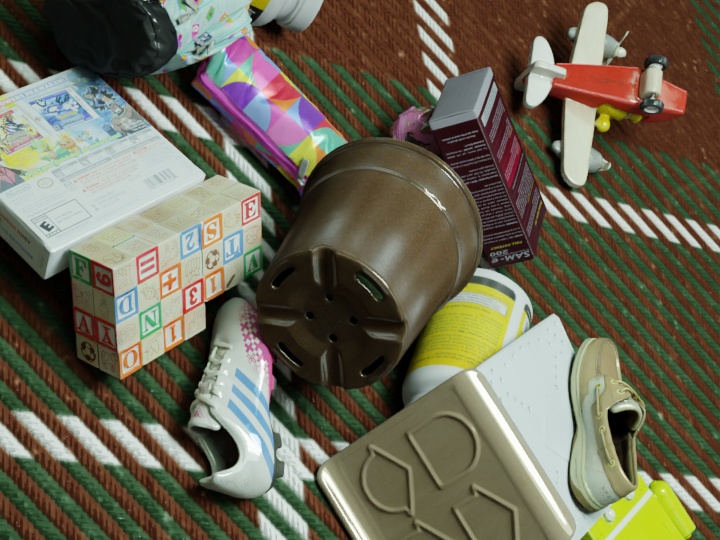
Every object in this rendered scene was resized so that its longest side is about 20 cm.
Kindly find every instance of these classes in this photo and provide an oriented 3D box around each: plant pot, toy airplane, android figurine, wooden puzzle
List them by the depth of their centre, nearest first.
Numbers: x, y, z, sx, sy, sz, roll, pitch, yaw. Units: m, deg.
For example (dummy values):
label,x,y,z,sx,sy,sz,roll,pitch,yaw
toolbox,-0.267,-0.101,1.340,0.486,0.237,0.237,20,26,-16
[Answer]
label,x,y,z,sx,sy,sz,roll,pitch,yaw
wooden puzzle,0.082,0.218,1.309,0.186,0.199,0.046,57,20,7
plant pot,0.000,0.000,1.330,0.200,0.200,0.198,44,34,-6
android figurine,0.301,0.300,1.503,0.182,0.041,0.201,-31,87,-43
toy airplane,0.297,-0.229,1.777,0.199,0.141,0.200,-36,74,-7

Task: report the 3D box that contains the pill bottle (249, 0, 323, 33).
label,x,y,z,sx,sy,sz,roll,pitch,yaw
pill bottle,-0.140,-0.343,1.522,0.199,0.112,0.113,20,53,-25

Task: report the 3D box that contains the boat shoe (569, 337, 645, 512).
label,x,y,z,sx,sy,sz,roll,pitch,yaw
boat shoe,0.260,0.152,1.402,0.074,0.066,0.201,38,44,-35

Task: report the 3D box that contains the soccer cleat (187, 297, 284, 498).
label,x,y,z,sx,sy,sz,roll,pitch,yaw
soccer cleat,-0.125,0.115,1.284,0.086,0.070,0.202,8,60,-36

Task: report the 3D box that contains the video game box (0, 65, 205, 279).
label,x,y,z,sx,sy,sz,roll,pitch,yaw
video game box,-0.279,-0.100,1.288,0.182,0.047,0.200,44,45,15

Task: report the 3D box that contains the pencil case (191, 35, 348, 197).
label,x,y,z,sx,sy,sz,roll,pitch,yaw
pencil case,-0.093,-0.165,1.471,0.200,0.088,0.088,45,47,-2

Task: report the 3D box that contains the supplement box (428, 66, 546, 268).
label,x,y,z,sx,sy,sz,roll,pitch,yaw
supplement box,0.149,-0.117,1.563,0.201,0.060,0.109,64,27,-26

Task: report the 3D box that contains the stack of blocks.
label,x,y,z,sx,sy,sz,roll,pitch,yaw
stack of blocks,-0.178,0.002,1.278,0.058,0.116,0.200,21,35,31

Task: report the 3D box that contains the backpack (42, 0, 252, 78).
label,x,y,z,sx,sy,sz,roll,pitch,yaw
backpack,-0.199,-0.269,1.373,0.200,0.166,0.128,-41,134,-45

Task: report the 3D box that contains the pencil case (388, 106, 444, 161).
label,x,y,z,sx,sy,sz,roll,pitch,yaw
pencil case,0.070,-0.089,1.545,0.082,0.087,0.201,1,56,5

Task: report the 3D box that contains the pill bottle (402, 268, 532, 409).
label,x,y,z,sx,sy,sz,roll,pitch,yaw
pill bottle,0.108,0.105,1.432,0.114,0.114,0.201,34,48,-14

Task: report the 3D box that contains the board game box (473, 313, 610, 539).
label,x,y,z,sx,sy,sz,roll,pitch,yaw
board game box,0.191,0.165,1.384,0.200,0.026,0.201,-26,91,-56
